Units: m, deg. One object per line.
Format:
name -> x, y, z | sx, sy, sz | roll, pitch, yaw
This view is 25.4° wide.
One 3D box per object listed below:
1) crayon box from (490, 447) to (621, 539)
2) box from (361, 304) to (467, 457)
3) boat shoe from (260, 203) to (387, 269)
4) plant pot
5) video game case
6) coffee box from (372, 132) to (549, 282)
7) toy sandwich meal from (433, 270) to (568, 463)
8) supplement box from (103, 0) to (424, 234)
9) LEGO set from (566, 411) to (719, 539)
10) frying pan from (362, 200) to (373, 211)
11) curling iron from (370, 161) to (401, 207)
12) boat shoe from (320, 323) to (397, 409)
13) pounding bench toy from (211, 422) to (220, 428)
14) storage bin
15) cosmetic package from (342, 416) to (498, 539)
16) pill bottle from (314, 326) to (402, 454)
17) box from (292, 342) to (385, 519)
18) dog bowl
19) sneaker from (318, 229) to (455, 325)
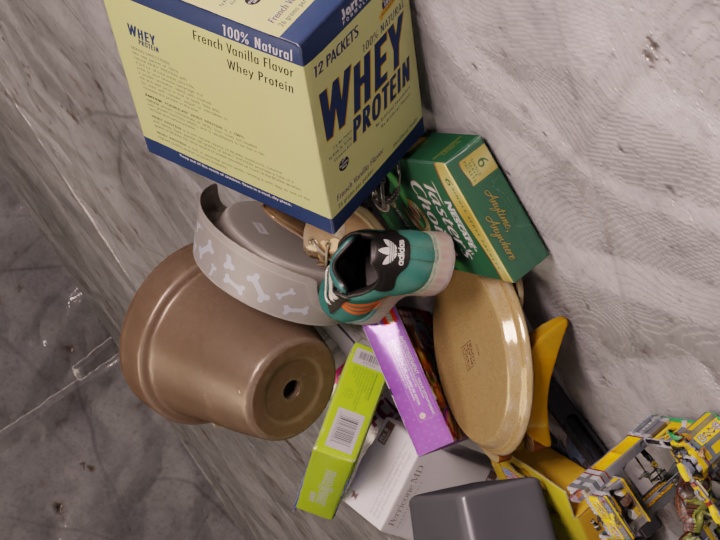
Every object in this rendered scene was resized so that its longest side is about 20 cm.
crayon box -> 0.199, 0.238, 1.511 | 0.127, 0.051, 0.200 | 31, 153, 50
box -> 0.061, 0.104, 1.531 | 0.200, 0.039, 0.137 | 14, -128, -78
boat shoe -> -0.022, -0.028, 1.518 | 0.200, 0.064, 0.071 | 40, 162, 44
plant pot -> -0.117, 0.087, 1.634 | 0.174, 0.200, 0.200 | 28, 151, 44
video game case -> 0.190, 0.181, 1.550 | 0.181, 0.025, 0.200 | 54, 163, -2
coffee box -> 0.069, -0.058, 1.357 | 0.123, 0.044, 0.200 | 59, 162, -20
toy sandwich meal -> 0.127, 0.076, 1.421 | 0.205, 0.070, 0.206 | 173, 90, -70
supplement box -> -0.073, -0.171, 1.249 | 0.200, 0.134, 0.200 | 24, 147, 26
LEGO set -> 0.256, 0.211, 1.271 | 0.200, 0.116, 0.154 | 58, 163, -19
frying pan -> -0.012, -0.080, 1.551 | 0.190, 0.031, 0.115 | 45, 164, 15
curling iron -> -0.008, -0.133, 1.370 | 0.050, 0.025, 0.200 | 104, 150, -46
boat shoe -> 0.009, 0.063, 1.662 | 0.200, 0.066, 0.072 | 48, -176, 7
pounding bench toy -> -0.119, 0.076, 1.860 | 0.124, 0.200, 0.156 | 38, 159, 40
storage bin -> 0.124, 0.263, 1.476 | 0.200, 0.145, 0.135 | 152, 108, -72
cosmetic package -> 0.090, 0.231, 1.643 | 0.200, 0.102, 0.074 | 23, -174, -41
pill bottle -> 0.016, 0.126, 1.752 | 0.200, 0.113, 0.113 | 51, 163, 5
box -> -0.020, 0.168, 1.608 | 0.048, 0.122, 0.200 | 20, 152, 2
dog bowl -> -0.076, -0.015, 1.586 | 0.200, 0.200, 0.059 | 40, 116, 36
sneaker -> 0.000, 0.000, 1.377 | 0.200, 0.080, 0.072 | -26, 59, 60
